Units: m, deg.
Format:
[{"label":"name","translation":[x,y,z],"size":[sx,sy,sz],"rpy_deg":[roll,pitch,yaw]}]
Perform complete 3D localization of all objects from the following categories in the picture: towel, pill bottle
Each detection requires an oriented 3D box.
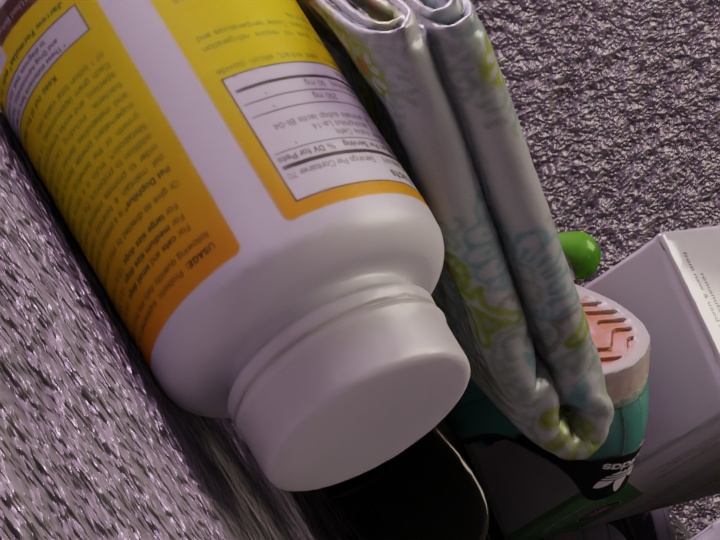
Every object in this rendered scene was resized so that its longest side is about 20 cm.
[{"label":"towel","translation":[0.020,-0.043,1.069],"size":[0.171,0.048,0.200],"rpy_deg":[54,-12,56]},{"label":"pill bottle","translation":[-0.044,-0.027,0.992],"size":[0.200,0.109,0.109],"rpy_deg":[59,3,23]}]

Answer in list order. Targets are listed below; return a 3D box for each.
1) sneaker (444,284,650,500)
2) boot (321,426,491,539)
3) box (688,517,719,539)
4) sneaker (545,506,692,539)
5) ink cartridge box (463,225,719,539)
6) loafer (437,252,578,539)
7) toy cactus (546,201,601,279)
[{"label":"sneaker","translation":[0.043,0.030,1.216],"size":[0.200,0.071,0.080],"rpy_deg":[35,-43,44]},{"label":"boot","translation":[0.000,0.075,1.217],"size":[0.200,0.069,0.174],"rpy_deg":[59,-3,18]},{"label":"box","translation":[0.146,0.200,1.247],"size":[0.106,0.152,0.200],"rpy_deg":[58,4,21]},{"label":"sneaker","translation":[0.074,0.116,1.423],"size":[0.200,0.115,0.075],"rpy_deg":[48,0,18]},{"label":"ink cartridge box","translation":[0.159,0.045,1.298],"size":[0.200,0.145,0.088],"rpy_deg":[-5,66,-47]},{"label":"loafer","translation":[0.051,0.069,1.362],"size":[0.073,0.200,0.071],"rpy_deg":[20,-26,-17]},{"label":"toy cactus","translation":[0.023,-0.015,1.565],"size":[0.200,0.102,0.165],"rpy_deg":[15,-11,17]}]
